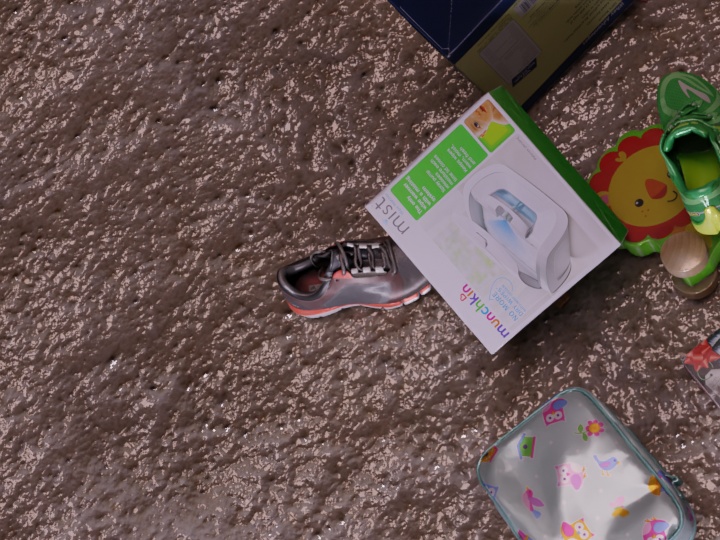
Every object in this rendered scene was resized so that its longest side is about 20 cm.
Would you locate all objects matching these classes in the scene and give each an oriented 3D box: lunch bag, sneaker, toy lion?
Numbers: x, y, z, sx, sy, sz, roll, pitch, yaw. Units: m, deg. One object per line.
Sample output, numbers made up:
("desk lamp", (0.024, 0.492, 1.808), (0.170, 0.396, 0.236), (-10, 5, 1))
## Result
("lunch bag", (0.224, 0.223, 1.516), (0.160, 0.077, 0.200), (-39, 61, 3))
("sneaker", (0.000, 0.000, 1.690), (0.199, 0.082, 0.078), (-19, 64, 15))
("toy lion", (0.339, -0.083, 1.604), (0.200, 0.069, 0.192), (-36, 54, 5))
("sneaker", (0.336, -0.131, 1.547), (0.074, 0.084, 0.201), (-22, 49, 18))

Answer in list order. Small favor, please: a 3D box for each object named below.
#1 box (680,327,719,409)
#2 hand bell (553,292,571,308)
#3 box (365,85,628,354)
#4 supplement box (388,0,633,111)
("box", (0.423, 0.120, 1.496), (0.137, 0.040, 0.200), (-40, 61, 5))
("hand bell", (0.150, -0.036, 1.657), (0.104, 0.104, 0.200), (-44, 73, 1))
("box", (0.138, -0.052, 1.574), (0.176, 0.097, 0.200), (-41, 88, 17))
("supplement box", (0.159, -0.300, 1.665), (0.200, 0.200, 0.134), (-45, 61, 8))
